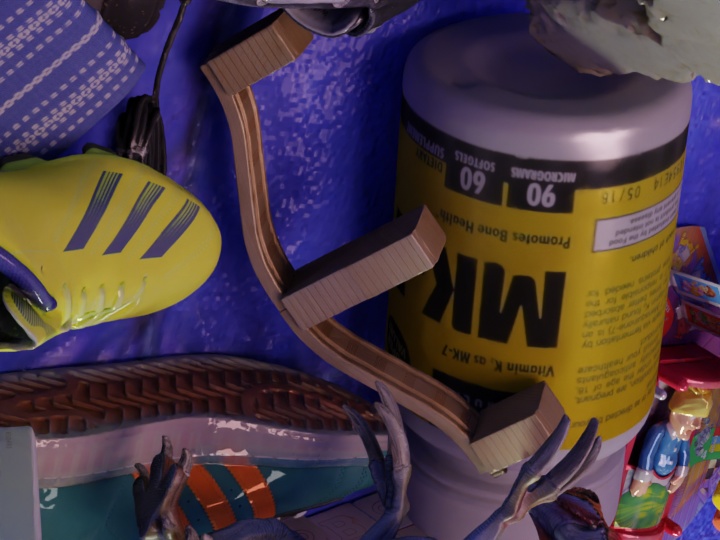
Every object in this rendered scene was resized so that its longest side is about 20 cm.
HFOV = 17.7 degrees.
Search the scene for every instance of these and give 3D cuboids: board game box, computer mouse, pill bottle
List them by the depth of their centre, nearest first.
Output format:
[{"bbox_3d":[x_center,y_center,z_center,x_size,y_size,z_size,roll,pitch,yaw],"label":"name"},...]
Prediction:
[{"bbox_3d":[-0.073,-0.093,0.797,0.059,0.034,0.201,-58,164,-65],"label":"computer mouse"},{"bbox_3d":[0.067,0.008,0.932,0.114,0.114,0.201,-20,126,-37],"label":"pill bottle"},{"bbox_3d":[0.142,0.081,1.106,0.158,0.039,0.200,-44,137,-17],"label":"board game box"}]

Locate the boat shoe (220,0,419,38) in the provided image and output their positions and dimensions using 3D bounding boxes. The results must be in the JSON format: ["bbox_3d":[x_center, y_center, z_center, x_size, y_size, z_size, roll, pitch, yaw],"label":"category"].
[{"bbox_3d":[-0.003,-0.114,0.797,0.068,0.072,0.200,-66,162,15],"label":"boat shoe"}]

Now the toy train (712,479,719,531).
[{"bbox_3d":[0.229,0.040,1.127,0.150,0.055,0.201,-40,145,-57],"label":"toy train"}]

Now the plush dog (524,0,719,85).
[{"bbox_3d":[0.153,-0.154,0.803,0.172,0.160,0.200,-58,160,-16],"label":"plush dog"}]

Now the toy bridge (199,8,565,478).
[{"bbox_3d":[0.000,0.000,0.861,0.200,0.067,0.027,56,26,-17],"label":"toy bridge"}]

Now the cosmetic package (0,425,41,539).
[{"bbox_3d":[-0.159,0.158,0.786,0.112,0.081,0.201,-5,119,-7],"label":"cosmetic package"}]

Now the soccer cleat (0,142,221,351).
[{"bbox_3d":[-0.107,0.000,0.709,0.065,0.084,0.200,-49,150,19],"label":"soccer cleat"}]

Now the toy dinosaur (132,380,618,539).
[{"bbox_3d":[0.005,0.113,0.824,0.181,0.105,0.201,22,104,-27],"label":"toy dinosaur"}]

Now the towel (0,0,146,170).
[{"bbox_3d":[-0.160,-0.059,0.677,0.145,0.024,0.200,-39,151,3],"label":"towel"}]

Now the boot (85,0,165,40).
[{"bbox_3d":[-0.116,-0.150,0.690,0.131,0.070,0.201,-13,119,-36],"label":"boot"}]

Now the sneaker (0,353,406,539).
[{"bbox_3d":[-0.073,0.082,0.871,0.199,0.071,0.080,1,113,-37],"label":"sneaker"}]

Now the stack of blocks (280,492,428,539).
[{"bbox_3d":[-0.041,0.152,0.949,0.199,0.058,0.116,-16,123,-39],"label":"stack of blocks"}]
